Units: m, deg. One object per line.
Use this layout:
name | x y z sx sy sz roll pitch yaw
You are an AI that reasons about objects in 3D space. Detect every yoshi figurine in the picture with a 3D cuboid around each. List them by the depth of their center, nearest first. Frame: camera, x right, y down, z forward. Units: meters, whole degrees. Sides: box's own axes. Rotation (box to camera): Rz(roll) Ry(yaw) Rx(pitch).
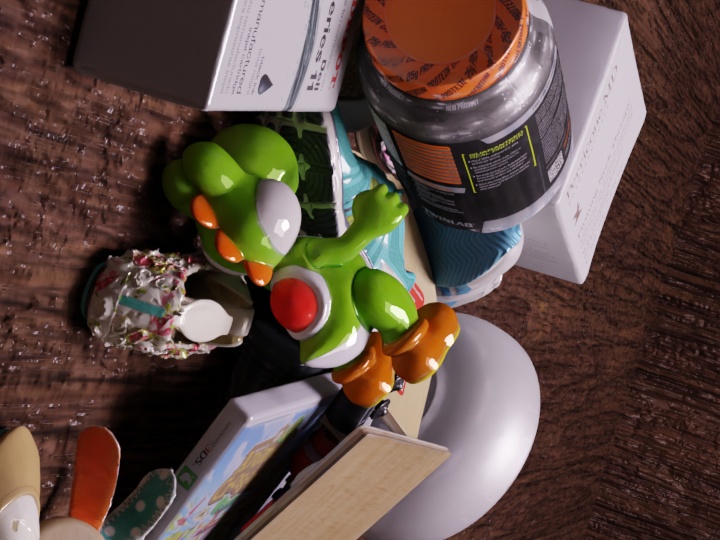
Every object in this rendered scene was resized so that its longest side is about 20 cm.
yoshi figurine | -0.032 -0.017 1.147 0.113 0.200 0.112 -48 -160 -4

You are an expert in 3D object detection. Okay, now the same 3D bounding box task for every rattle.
rattle | -0.172 0.211 1.095 0.143 0.129 0.201 102 -12 -56

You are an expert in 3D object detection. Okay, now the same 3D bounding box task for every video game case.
video game case | -0.093 0.148 1.241 0.182 0.022 0.200 -53 167 13

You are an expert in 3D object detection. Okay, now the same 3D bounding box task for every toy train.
toy train | -0.025 0.129 1.294 0.046 0.034 0.201 -31 158 -46

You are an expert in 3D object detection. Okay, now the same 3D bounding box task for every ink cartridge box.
ink cartridge box | -0.062 -0.165 1.030 0.200 0.082 0.148 -16 122 -71

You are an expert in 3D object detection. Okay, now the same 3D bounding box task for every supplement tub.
supplement tub | 0.065 -0.113 1.173 0.200 0.122 0.123 64 46 -67

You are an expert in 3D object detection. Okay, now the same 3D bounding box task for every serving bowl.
serving bowl | 0.041 0.114 1.496 0.066 0.199 0.201 44 62 -42

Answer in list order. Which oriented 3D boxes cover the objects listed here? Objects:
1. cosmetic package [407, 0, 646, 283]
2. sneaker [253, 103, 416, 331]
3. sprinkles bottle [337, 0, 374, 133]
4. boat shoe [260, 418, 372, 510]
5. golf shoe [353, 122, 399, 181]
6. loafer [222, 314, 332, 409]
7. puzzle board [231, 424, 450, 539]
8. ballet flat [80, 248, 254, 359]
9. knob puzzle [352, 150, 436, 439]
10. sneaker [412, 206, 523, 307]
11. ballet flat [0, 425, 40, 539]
cosmetic package | 0.121 -0.114 1.524 0.200 0.165 0.168 55 55 -68
sneaker | -0.014 -0.045 1.226 0.080 0.077 0.201 -44 135 -30
sprinkles bottle | -0.003 -0.187 1.192 0.068 0.068 0.201 -50 158 -52
boat shoe | -0.045 0.148 1.453 0.070 0.070 0.201 -42 -154 63
golf shoe | 0.008 -0.162 1.307 0.072 0.092 0.202 -14 112 -25
loafer | -0.046 0.072 1.369 0.073 0.073 0.200 -56 161 14
puzzle board | -0.040 0.179 1.305 0.200 0.017 0.151 -42 156 12
ballet flat | -0.101 0.025 1.133 0.200 0.063 0.076 -8 114 -72
knob puzzle | 0.000 0.000 1.372 0.219 0.030 0.221 39 41 -46
sneaker | 0.079 -0.015 1.480 0.200 0.080 0.077 157 -71 -63
ballet flat | -0.201 0.166 0.959 0.069 0.063 0.201 88 25 -49
